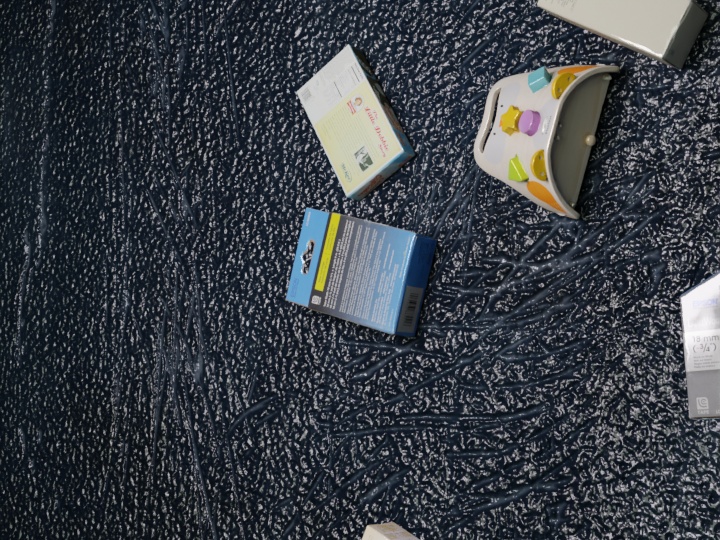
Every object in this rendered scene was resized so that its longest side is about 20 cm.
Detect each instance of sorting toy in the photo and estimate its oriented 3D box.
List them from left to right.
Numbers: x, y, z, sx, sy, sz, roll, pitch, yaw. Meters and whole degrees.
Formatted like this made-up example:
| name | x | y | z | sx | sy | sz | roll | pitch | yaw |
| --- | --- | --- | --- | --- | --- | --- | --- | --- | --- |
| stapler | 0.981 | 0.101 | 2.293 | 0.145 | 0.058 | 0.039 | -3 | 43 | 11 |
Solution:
| name | x | y | z | sx | sy | sz | roll | pitch | yaw |
| --- | --- | --- | --- | --- | --- | --- | --- | --- | --- |
| sorting toy | 0.223 | -0.188 | 1.530 | 0.179 | 0.106 | 0.202 | 19 | 95 | 54 |

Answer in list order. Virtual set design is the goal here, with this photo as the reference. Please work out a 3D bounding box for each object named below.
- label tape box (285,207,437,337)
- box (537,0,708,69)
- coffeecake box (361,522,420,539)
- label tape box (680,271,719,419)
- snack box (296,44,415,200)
| name | x | y | z | sx | sy | sz | roll | pitch | yaw |
| --- | --- | --- | --- | --- | --- | --- | --- | --- | --- |
| label tape box | 0.000 | 0.000 | 1.666 | 0.199 | 0.063 | 0.146 | 16 | 94 | 35 |
| box | 0.330 | -0.332 | 1.472 | 0.199 | 0.068 | 0.083 | 35 | 104 | 33 |
| coffeecake box | 0.073 | 0.456 | 1.551 | 0.199 | 0.073 | 0.155 | 27 | 100 | 34 |
| label tape box | 0.417 | 0.066 | 1.307 | 0.063 | 0.144 | 0.202 | -9 | 79 | 36 |
| snack box | -0.009 | -0.219 | 1.716 | 0.116 | 0.037 | 0.201 | -37 | 65 | 26 |
